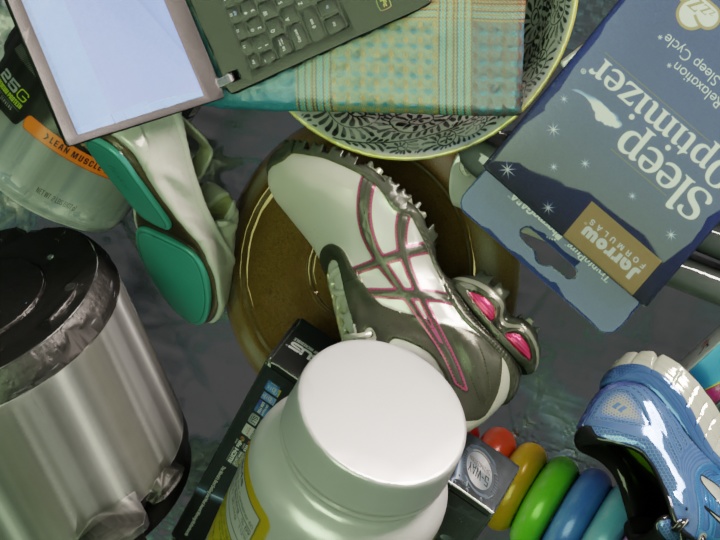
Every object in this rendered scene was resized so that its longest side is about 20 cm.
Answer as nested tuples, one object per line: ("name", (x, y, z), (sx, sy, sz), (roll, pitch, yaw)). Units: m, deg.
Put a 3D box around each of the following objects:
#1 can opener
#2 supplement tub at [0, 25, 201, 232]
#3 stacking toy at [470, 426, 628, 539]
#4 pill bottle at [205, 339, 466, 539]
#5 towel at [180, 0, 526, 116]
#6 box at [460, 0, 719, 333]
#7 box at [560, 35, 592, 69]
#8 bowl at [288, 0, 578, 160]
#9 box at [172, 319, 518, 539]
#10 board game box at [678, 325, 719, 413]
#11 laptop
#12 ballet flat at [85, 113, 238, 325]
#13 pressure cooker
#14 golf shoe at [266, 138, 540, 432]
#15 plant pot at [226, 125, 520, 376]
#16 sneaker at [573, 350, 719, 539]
("can opener", (0.143, -0.028, 1.182), (0.198, 0.067, 0.053), (21, 109, -8))
("supplement tub", (-0.147, -0.134, 1.219), (0.122, 0.122, 0.201), (37, 108, 4))
("stacking toy", (0.110, 0.139, 1.236), (0.199, 0.085, 0.086), (31, 107, 11))
("pill bottle", (-0.019, 0.137, 1.107), (0.114, 0.114, 0.201), (32, 135, 6))
("towel", (-0.005, -0.162, 1.122), (0.198, 0.022, 0.148), (3, 95, 8))
("box", (0.155, -0.070, 1.096), (0.121, 0.032, 0.200), (40, 109, 3))
("box", (0.228, -0.135, 1.133), (0.199, 0.101, 0.113), (-34, 92, 18))
("bowl", (0.035, -0.165, 1.174), (0.199, 0.094, 0.203), (1, 92, 13))
("box", (-0.014, 0.144, 1.232), (0.160, 0.044, 0.200), (34, 135, 3))
("board game box", (0.303, 0.087, 1.181), (0.200, 0.064, 0.148), (47, 109, 3))
("laptop", (-0.089, -0.186, 1.070), (0.199, 0.103, 0.179), (-23, 91, 9))
("ballet flat", (-0.106, -0.041, 1.205), (0.069, 0.070, 0.201), (-7, 145, 10))
("pressure cooker", (-0.198, 0.097, 1.240), (0.177, 0.177, 0.201), (-7, 126, 20))
("golf shoe", (0.011, 0.008, 1.150), (0.200, 0.077, 0.088), (43, 66, 6))
("plant pot", (0.000, 0.000, 1.234), (0.198, 0.027, 0.202), (0, 89, 21))
("sneaker", (0.198, 0.146, 1.158), (0.200, 0.089, 0.079), (46, 152, 4))
